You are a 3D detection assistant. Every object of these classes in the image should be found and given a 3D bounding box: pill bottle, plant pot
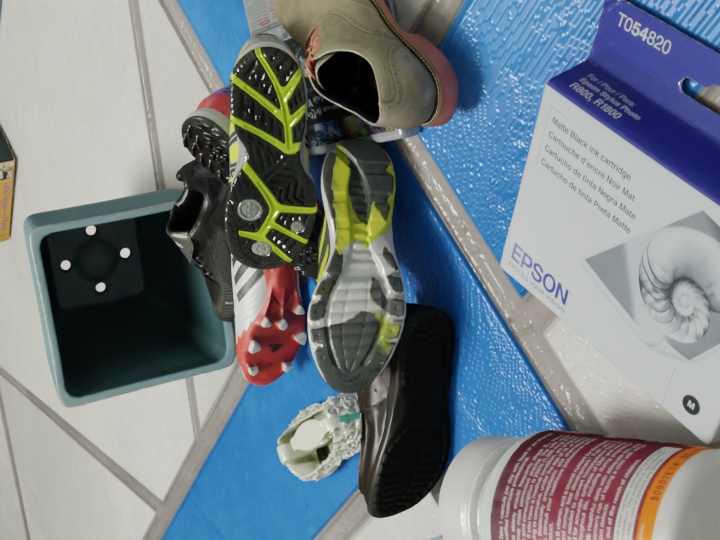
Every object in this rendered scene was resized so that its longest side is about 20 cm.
[{"bbox_3d":[0.150,0.161,0.714,0.200,0.114,0.114,-2,102,53],"label":"pill bottle"},{"bbox_3d":[-0.275,0.010,1.262,0.200,0.195,0.197,27,126,60],"label":"plant pot"}]

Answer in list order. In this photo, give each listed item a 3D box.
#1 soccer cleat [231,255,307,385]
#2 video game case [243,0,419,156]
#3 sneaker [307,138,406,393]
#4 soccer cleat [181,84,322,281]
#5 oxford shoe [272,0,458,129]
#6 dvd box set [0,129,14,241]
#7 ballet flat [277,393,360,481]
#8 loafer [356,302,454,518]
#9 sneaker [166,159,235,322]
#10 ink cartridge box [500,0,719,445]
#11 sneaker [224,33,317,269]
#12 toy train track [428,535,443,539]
[{"bbox_3d":[-0.093,0.015,1.095,0.085,0.068,0.200,41,134,54],"label":"soccer cleat"},{"bbox_3d":[-0.032,-0.190,0.940,0.200,0.023,0.182,-2,102,57],"label":"video game case"},{"bbox_3d":[0.000,0.000,0.901,0.085,0.074,0.200,95,180,-78],"label":"sneaker"},{"bbox_3d":[-0.068,-0.075,0.987,0.200,0.073,0.068,48,139,-17],"label":"soccer cleat"},{"bbox_3d":[-0.015,-0.168,0.832,0.200,0.075,0.071,41,134,38],"label":"oxford shoe"},{"bbox_3d":[-0.607,-0.162,1.845,0.146,0.029,0.200,57,146,26],"label":"dvd box set"},{"bbox_3d":[-0.044,0.159,1.079,0.072,0.072,0.200,65,148,14],"label":"ballet flat"},{"bbox_3d":[0.032,0.112,0.941,0.071,0.073,0.200,37,124,50],"label":"loafer"},{"bbox_3d":[-0.155,-0.032,1.138,0.066,0.090,0.200,40,135,44],"label":"sneaker"},{"bbox_3d":[0.175,-0.031,0.668,0.200,0.041,0.200,44,138,39],"label":"ink cartridge box"},{"bbox_3d":[-0.069,-0.092,0.901,0.076,0.075,0.200,-92,9,-58],"label":"sneaker"},{"bbox_3d":[0.075,0.232,0.934,0.115,0.032,0.200,70,156,12],"label":"toy train track"}]
